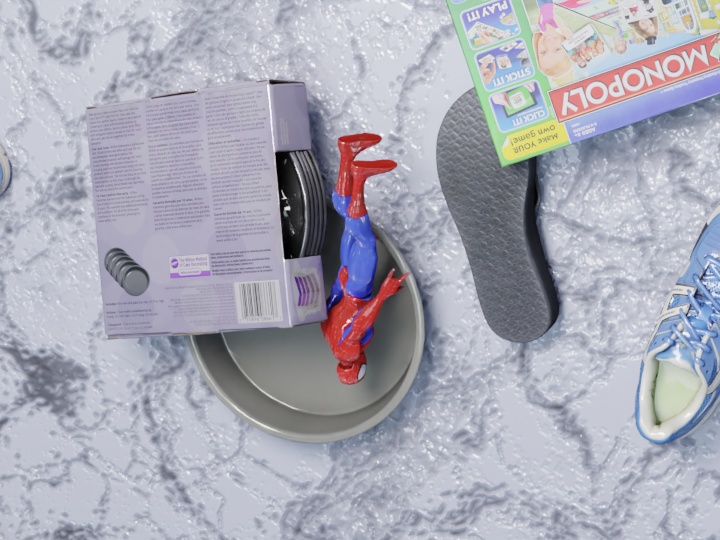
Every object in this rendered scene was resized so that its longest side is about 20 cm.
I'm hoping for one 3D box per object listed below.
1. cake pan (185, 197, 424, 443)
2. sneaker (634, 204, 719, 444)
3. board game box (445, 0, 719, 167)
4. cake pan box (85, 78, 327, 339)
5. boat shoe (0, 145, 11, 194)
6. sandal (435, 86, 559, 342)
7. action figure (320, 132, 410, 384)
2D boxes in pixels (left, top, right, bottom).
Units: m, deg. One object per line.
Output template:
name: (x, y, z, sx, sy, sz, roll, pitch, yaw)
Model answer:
cake pan: (-0.041, 0.034, 1.654, 0.200, 0.037, 0.201, 5, 105, 18)
sneaker: (0.252, 0.040, 1.529, 0.076, 0.077, 0.200, 22, 109, 15)
board game box: (0.173, -0.168, 1.502, 0.200, 0.029, 0.135, -19, 96, 7)
cake pan box: (-0.117, -0.045, 1.612, 0.200, 0.052, 0.185, -6, 93, 37)
boat shoe: (-0.369, -0.129, 1.711, 0.200, 0.072, 0.072, 40, 113, 6)
sandal: (0.104, -0.046, 1.585, 0.076, 0.043, 0.201, 1, 112, 27)
action figure: (0.000, 0.000, 1.574, 0.052, 0.065, 0.200, -5, 123, -21)
